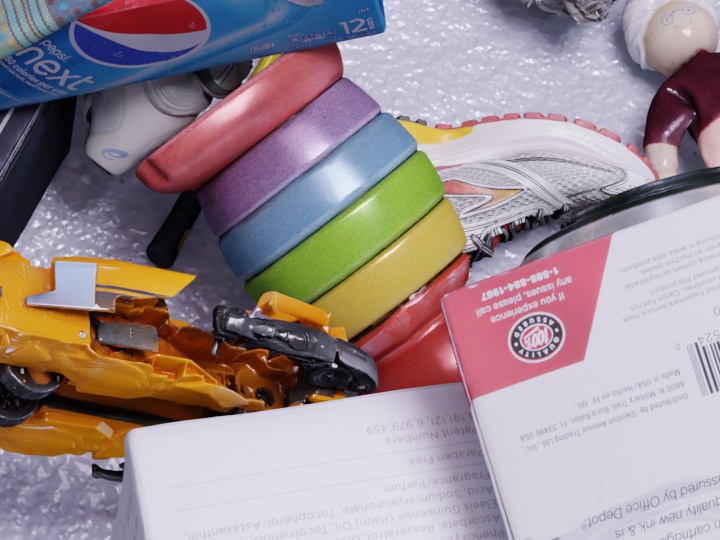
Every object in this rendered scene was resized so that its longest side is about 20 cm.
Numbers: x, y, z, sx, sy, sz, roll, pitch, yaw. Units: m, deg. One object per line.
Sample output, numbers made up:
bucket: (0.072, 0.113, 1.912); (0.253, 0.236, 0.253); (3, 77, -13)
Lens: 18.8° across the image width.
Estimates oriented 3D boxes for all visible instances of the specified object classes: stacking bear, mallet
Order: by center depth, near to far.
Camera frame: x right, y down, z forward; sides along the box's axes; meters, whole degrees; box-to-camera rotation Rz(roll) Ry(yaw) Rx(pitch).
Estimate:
stacking bear: (0.000, 0.000, 1.012); (0.114, 0.121, 0.200); (-37, 94, -3)
mallet: (-0.056, -0.093, 1.111); (0.041, 0.066, 0.201); (26, 63, 4)

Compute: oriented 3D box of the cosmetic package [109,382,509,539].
cosmetic package: (-0.010, 0.177, 0.931); (0.165, 0.168, 0.201); (-7, 65, -13)

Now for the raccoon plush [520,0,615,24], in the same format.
raccoon plush: (0.078, -0.207, 1.126); (0.134, 0.200, 0.097); (32, 79, 29)

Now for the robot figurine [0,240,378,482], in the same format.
robot figurine: (-0.092, 0.041, 0.932); (0.199, 0.145, 0.058); (12, 57, -31)

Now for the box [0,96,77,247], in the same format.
box: (-0.261, -0.048, 1.020); (0.199, 0.123, 0.199); (26, 64, 1)

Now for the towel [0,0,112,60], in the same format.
towel: (-0.202, -0.132, 0.933); (0.199, 0.022, 0.147); (-24, 64, 15)

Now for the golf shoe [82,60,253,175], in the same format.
golf shoe: (-0.114, -0.120, 1.092); (0.078, 0.097, 0.200); (35, 20, -21)

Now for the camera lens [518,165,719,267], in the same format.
camera lens: (0.163, 0.064, 0.978); (0.159, 0.160, 0.201); (-11, 77, -15)

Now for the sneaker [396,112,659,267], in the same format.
sneaker: (0.054, -0.029, 1.103); (0.199, 0.078, 0.083); (-2, 71, -2)

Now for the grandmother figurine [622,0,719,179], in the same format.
grandmother figurine: (0.200, -0.078, 1.132); (0.121, 0.061, 0.200); (-17, 54, -19)

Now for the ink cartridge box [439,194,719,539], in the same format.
ink cartridge box: (0.134, 0.084, 0.855); (0.146, 0.083, 0.201); (-20, 78, 15)

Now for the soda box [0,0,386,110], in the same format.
soda box: (-0.093, -0.127, 0.954); (0.199, 0.064, 0.068); (-11, 66, 6)
